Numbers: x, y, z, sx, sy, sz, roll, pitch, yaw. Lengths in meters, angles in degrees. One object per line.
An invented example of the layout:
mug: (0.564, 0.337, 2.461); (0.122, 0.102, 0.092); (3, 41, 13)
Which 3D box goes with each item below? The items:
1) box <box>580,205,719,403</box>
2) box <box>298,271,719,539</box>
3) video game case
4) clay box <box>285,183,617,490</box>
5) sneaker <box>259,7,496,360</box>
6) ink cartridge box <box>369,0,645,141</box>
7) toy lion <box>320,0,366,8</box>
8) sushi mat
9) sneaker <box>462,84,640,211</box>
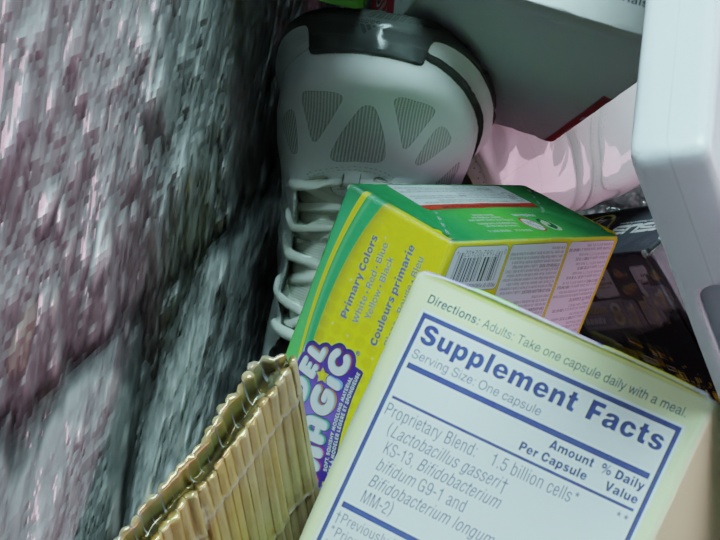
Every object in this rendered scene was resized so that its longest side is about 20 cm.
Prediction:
box: (0.115, 0.053, 0.948); (0.049, 0.200, 0.162); (-36, 105, -28)
box: (0.045, 0.124, 0.668); (0.201, 0.096, 0.176); (-65, 154, -2)
video game case: (0.117, -0.040, 0.631); (0.200, 0.023, 0.182); (-78, 152, -42)
clay box: (0.007, 0.070, 0.728); (0.115, 0.048, 0.201); (-2, 118, -57)
sneaker: (0.000, 0.000, 0.750); (0.201, 0.075, 0.116); (91, 8, -66)
ink cartridge box: (0.069, -0.162, 0.746); (0.147, 0.083, 0.201); (143, -38, -76)
toy lion: (0.007, -0.165, 0.687); (0.192, 0.068, 0.201); (104, -1, -61)
sushi mat: (-0.037, 0.118, 0.631); (0.096, 0.012, 0.200); (-50, 151, -31)
sneaker: (0.035, -0.108, 0.843); (0.200, 0.115, 0.074); (62, -31, 6)
